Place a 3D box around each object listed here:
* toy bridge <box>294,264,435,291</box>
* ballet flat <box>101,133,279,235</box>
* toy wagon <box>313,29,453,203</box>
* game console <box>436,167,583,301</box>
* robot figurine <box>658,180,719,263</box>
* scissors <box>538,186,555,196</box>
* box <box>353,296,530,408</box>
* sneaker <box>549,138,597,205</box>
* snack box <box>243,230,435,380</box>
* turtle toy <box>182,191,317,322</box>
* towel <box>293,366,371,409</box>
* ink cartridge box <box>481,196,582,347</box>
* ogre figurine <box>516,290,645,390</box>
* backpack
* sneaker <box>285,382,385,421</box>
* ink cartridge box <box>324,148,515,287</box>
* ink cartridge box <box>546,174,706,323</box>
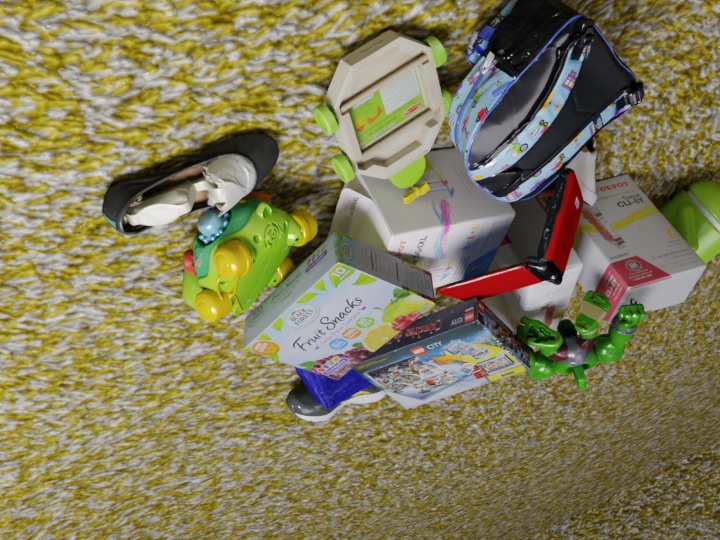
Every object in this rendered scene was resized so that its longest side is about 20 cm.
[{"bbox_3d":[0.000,0.000,1.141,0.199,0.068,0.027,3,173,3],"label":"toy bridge"},{"bbox_3d":[-0.172,-0.083,0.916,0.199,0.068,0.068,-23,128,-9],"label":"ballet flat"},{"bbox_3d":[0.033,-0.159,0.952,0.155,0.040,0.201,-33,137,-13],"label":"toy wagon"},{"bbox_3d":[0.187,-0.035,1.044,0.200,0.118,0.173,16,90,-72],"label":"game console"},{"bbox_3d":[0.542,-0.066,1.431,0.200,0.116,0.175,-44,154,21],"label":"robot figurine"},{"bbox_3d":[0.199,-0.101,1.123,0.200,0.073,0.014,-19,120,-60],"label":"scissors"},{"bbox_3d":[0.104,0.114,1.148,0.199,0.038,0.137,-23,135,30],"label":"box"},{"bbox_3d":[0.297,-0.143,1.178,0.085,0.073,0.200,-64,161,3],"label":"sneaker"},{"bbox_3d":[-0.029,0.049,1.030,0.142,0.053,0.200,23,134,-28],"label":"snack box"},{"bbox_3d":[-0.148,-0.013,1.006,0.146,0.101,0.200,-29,159,-46],"label":"turtle toy"},{"bbox_3d":[-0.023,0.120,1.222,0.147,0.050,0.200,-25,146,-1],"label":"towel"},{"bbox_3d":[0.234,0.007,1.265,0.083,0.146,0.200,-20,147,-14],"label":"ink cartridge box"},{"bbox_3d":[0.289,0.103,1.199,0.199,0.098,0.120,-31,141,-3],"label":"ogre figurine"},{"bbox_3d":[0.182,-0.184,0.952,0.200,0.135,0.182,-50,140,13],"label":"backpack"},{"bbox_3d":[-0.032,0.178,1.401,0.199,0.075,0.085,-14,140,-37],"label":"sneaker"},{"bbox_3d":[0.063,-0.057,1.080,0.199,0.126,0.129,-12,144,-25],"label":"ink cartridge box"},{"bbox_3d":[0.379,-0.037,1.274,0.144,0.200,0.084,-14,142,-20],"label":"ink cartridge box"}]
